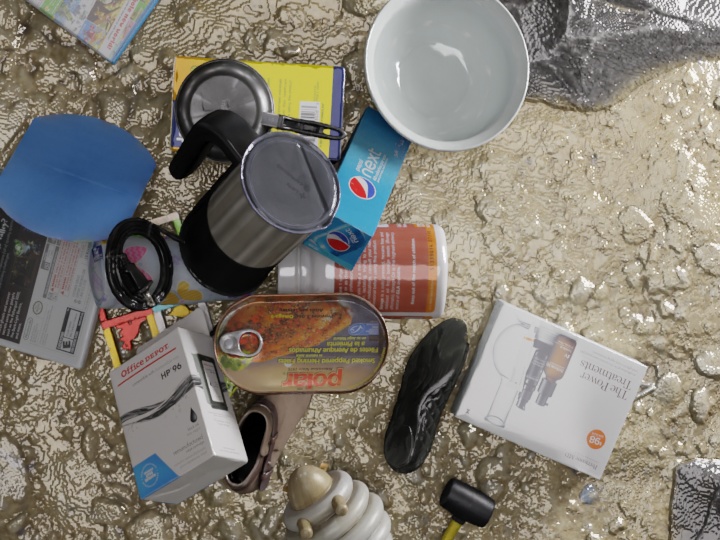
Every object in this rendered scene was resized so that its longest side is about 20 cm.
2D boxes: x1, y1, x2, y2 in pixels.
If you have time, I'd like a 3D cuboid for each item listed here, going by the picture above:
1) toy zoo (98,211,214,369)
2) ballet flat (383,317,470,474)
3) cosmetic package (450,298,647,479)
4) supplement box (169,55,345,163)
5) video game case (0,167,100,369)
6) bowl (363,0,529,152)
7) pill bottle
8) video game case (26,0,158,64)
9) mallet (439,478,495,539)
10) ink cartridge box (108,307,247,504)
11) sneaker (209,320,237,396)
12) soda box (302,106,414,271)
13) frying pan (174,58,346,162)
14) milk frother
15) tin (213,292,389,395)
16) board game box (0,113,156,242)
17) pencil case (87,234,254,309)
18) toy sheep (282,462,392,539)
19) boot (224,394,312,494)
[{"bbox_3d":[-0.251,0.044,1.715,0.129,0.020,0.203,-16,93,-3],"label":"toy zoo"},{"bbox_3d":[0.080,0.151,1.739,0.066,0.057,0.202,23,86,23],"label":"ballet flat"},{"bbox_3d":[0.229,0.145,1.741,0.198,0.052,0.153,23,94,-5],"label":"cosmetic package"},{"bbox_3d":[-0.120,-0.186,1.669,0.197,0.109,0.111,3,93,-4],"label":"supplement box"},{"bbox_3d":[-0.387,-0.005,1.689,0.179,0.023,0.203,16,92,5],"label":"video game case"},{"bbox_3d":[0.093,-0.233,1.685,0.198,0.090,0.204,1,83,-10],"label":"bowl"},{"bbox_3d":[0.000,0.000,1.686,0.197,0.112,0.114,1,93,-5],"label":"pill bottle"},{"bbox_3d":[-0.334,-0.363,1.692,0.199,0.018,0.144,36,89,-5],"label":"video game case"},{"bbox_3d":[0.085,0.347,1.748,0.066,0.041,0.201,36,94,-6],"label":"mallet"},{"bbox_3d":[-0.214,0.147,1.618,0.115,0.068,0.202,-32,62,23],"label":"ink cartridge box"},{"bbox_3d":[-0.160,0.122,1.688,0.200,0.076,0.075,-48,126,5],"label":"sneaker"},{"bbox_3d":[0.000,-0.098,1.645,0.067,0.201,0.064,27,134,-5],"label":"soda box"},{"bbox_3d":[-0.122,-0.159,1.604,0.189,0.031,0.116,34,92,-2],"label":"frying pan"},{"bbox_3d":[-0.154,-0.045,1.529,0.180,0.188,0.201,36,56,-10],"label":"milk frother"},{"bbox_3d":[-0.066,0.085,1.612,0.197,0.042,0.114,0,72,0],"label":"tin"},{"bbox_3d":[-0.331,-0.097,1.654,0.156,0.039,0.201,19,47,-2],"label":"board game box"},{"bbox_3d":[-0.218,-0.005,1.655,0.197,0.084,0.092,-1,53,-22],"label":"pencil case"},{"bbox_3d":[-0.022,0.314,1.690,0.137,0.138,0.202,-31,104,-2],"label":"toy sheep"},{"bbox_3d":[-0.106,0.164,1.667,0.069,0.146,0.203,15,91,8],"label":"boot"}]
